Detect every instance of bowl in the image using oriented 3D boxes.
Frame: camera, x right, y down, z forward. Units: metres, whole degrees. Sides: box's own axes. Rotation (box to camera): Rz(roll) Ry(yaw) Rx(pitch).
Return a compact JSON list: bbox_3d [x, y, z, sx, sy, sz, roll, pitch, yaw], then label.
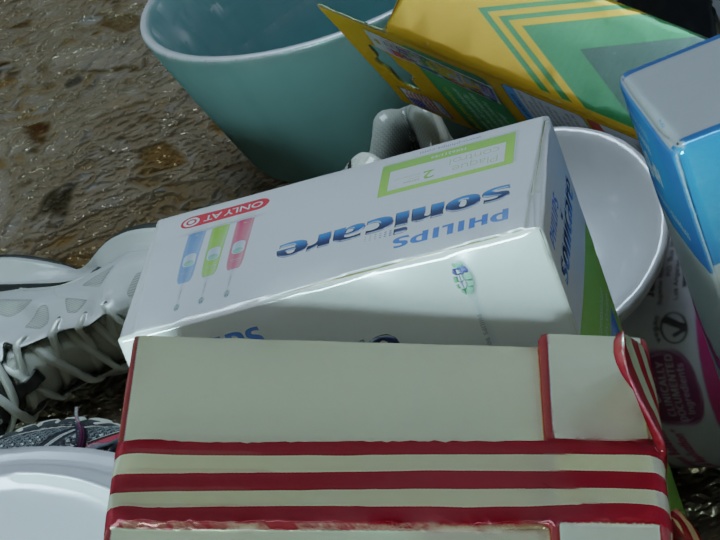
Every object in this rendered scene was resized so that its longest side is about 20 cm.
[{"bbox_3d":[-0.001,-0.112,1.438,0.200,0.105,0.201,-17,26,8],"label":"bowl"}]

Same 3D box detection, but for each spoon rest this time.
[{"bbox_3d":[0.017,0.008,1.038,0.200,0.061,0.100,-22,51,12],"label":"spoon rest"}]

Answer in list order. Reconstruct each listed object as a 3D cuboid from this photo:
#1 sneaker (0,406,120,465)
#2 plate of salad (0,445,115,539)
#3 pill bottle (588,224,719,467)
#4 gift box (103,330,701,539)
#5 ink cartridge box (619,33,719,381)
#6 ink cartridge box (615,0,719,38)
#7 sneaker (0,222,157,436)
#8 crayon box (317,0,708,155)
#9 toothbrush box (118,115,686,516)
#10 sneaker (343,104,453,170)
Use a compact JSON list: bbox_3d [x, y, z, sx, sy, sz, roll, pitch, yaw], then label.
[{"bbox_3d":[-0.099,0.089,1.130,0.200,0.081,0.075,-8,-14,28],"label":"sneaker"},{"bbox_3d":[-0.133,0.135,1.022,0.200,0.048,0.200,-7,36,5],"label":"plate of salad"},{"bbox_3d":[0.085,0.021,1.113,0.200,0.114,0.113,-3,31,33],"label":"pill bottle"},{"bbox_3d":[0.019,0.121,0.843,0.186,0.200,0.185,2,38,-1],"label":"gift box"},{"bbox_3d":[0.189,0.007,0.970,0.144,0.200,0.085,-22,22,-2],"label":"ink cartridge box"},{"bbox_3d":[0.185,-0.141,1.275,0.146,0.083,0.200,-35,29,-24],"label":"ink cartridge box"},{"bbox_3d":[-0.132,0.046,1.294,0.200,0.076,0.115,-8,37,41],"label":"sneaker"},{"bbox_3d":[0.094,-0.077,1.197,0.200,0.126,0.052,24,83,23],"label":"crayon box"},{"bbox_3d":[0.024,0.068,0.974,0.145,0.200,0.086,-15,27,14],"label":"toothbrush box"},{"bbox_3d":[0.000,0.000,1.256,0.075,0.081,0.200,-5,32,27],"label":"sneaker"}]
